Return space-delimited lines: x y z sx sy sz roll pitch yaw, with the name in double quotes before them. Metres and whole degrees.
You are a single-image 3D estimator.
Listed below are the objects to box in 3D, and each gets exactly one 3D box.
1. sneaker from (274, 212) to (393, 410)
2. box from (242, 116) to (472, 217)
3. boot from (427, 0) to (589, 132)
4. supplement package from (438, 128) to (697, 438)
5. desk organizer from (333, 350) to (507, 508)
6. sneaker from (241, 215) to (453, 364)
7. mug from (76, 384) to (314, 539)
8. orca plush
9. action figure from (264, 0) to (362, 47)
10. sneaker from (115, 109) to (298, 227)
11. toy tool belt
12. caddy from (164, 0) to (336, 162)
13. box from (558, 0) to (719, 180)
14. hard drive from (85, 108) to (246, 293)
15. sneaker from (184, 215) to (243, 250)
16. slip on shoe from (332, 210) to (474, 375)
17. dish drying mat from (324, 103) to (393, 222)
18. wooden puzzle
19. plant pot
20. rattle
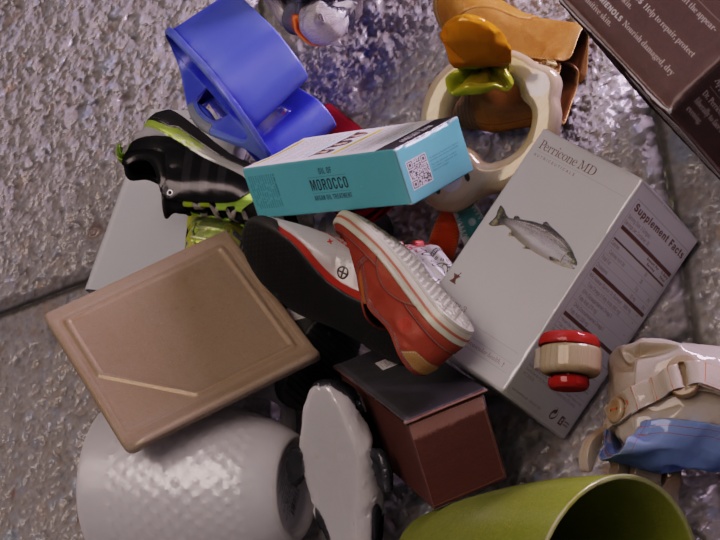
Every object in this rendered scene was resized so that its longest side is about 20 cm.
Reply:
"sneaker" -0.043 0.033 1.618 0.088 0.074 0.201 5 60 36
"box" -0.005 -0.086 1.535 0.082 0.050 0.199 -30 18 -39
"boot" 0.138 -0.219 1.625 0.143 0.071 0.203 -2 72 27
"supplement package" 0.157 0.011 1.462 0.117 0.117 0.201 32 87 42
"desk organizer" 0.047 0.121 1.475 0.071 0.078 0.200 -21 15 -12
"sneaker" 0.000 0.001 1.551 0.201 0.108 0.068 31 130 25
"mug" -0.126 0.170 1.571 0.174 0.148 0.201 -2 41 22
"orca plush" 0.008 0.182 1.490 0.105 0.071 0.201 -26 87 37
"action figure" -0.011 -0.273 1.688 0.198 0.105 0.194 -3 39 11
"sneaker" -0.144 -0.068 1.663 0.199 0.072 0.083 35 71 25
"toy tool belt" 0.225 0.117 1.337 0.125 0.198 0.124 139 137 -71
"caddy" -0.113 -0.168 1.684 0.105 0.142 0.200 -37 41 -5
"box" 0.302 -0.203 1.437 0.200 0.166 0.165 -43 51 8
"hard drive" -0.189 -0.063 1.788 0.131 0.027 0.202 7 72 35
"sneaker" -0.131 -0.005 1.679 0.075 0.077 0.202 -12 64 8
"slip on shoe" 0.022 0.013 1.442 0.061 0.074 0.200 -50 40 11
"dish drying mat" -0.015 -0.096 1.656 0.077 0.018 0.200 -43 33 -3
"wooden puzzle" -0.156 0.062 1.559 0.184 0.037 0.200 -25 46 -17
"plant pot" 0.122 0.239 1.356 0.199 0.186 0.189 0 67 50
"rattle" 0.090 -0.098 1.518 0.129 0.143 0.201 27 92 2
